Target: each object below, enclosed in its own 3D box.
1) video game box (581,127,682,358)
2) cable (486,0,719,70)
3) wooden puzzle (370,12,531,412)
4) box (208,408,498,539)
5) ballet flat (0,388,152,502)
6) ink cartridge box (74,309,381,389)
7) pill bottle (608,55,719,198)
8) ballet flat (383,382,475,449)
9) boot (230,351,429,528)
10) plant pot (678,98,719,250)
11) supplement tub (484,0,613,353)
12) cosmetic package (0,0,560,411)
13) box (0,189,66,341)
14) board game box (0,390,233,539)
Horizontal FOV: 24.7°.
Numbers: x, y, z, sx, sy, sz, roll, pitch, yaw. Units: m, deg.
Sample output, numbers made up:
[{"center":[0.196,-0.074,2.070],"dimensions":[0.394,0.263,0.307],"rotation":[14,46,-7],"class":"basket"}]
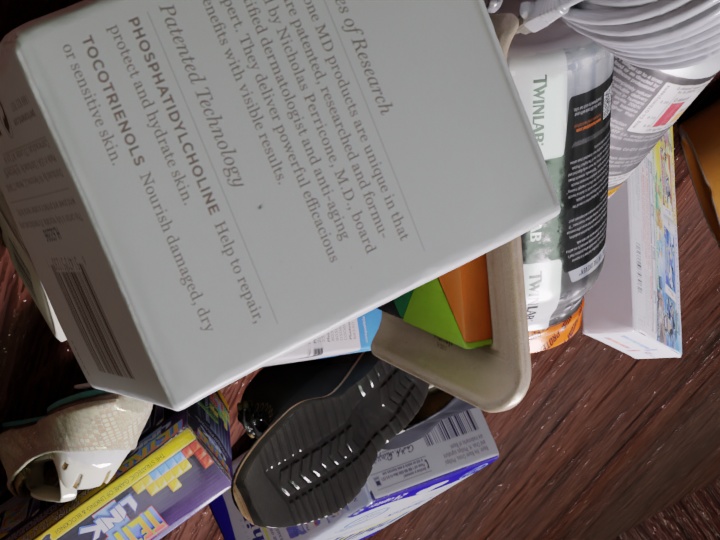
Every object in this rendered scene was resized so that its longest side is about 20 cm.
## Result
[{"center":[0.204,-0.042,1.248],"dimensions":[0.046,0.202,0.182],"rotation":[-4,169,23],"class":"video game box"},{"center":[0.172,-0.196,0.821],"dimensions":[0.199,0.201,0.069],"rotation":[1,154,47],"class":"cable"},{"center":[0.036,-0.038,0.896],"dimensions":[0.037,0.202,0.185],"rotation":[-5,-170,-21],"class":"wooden puzzle"},{"center":[-0.010,0.183,1.502],"dimensions":[0.183,0.106,0.200],"rotation":[-11,161,-46],"class":"box"},{"center":[-0.184,0.117,1.075],"dimensions":[0.067,0.063,0.200],"rotation":[-3,170,-29],"class":"ballet flat"},{"center":[-0.083,0.031,1.064],"dimensions":[0.115,0.067,0.199],"rotation":[-10,176,33],"class":"ink cartridge box"},{"center":[0.167,-0.141,1.058],"dimensions":[0.116,0.117,0.200],"rotation":[-16,154,-41],"class":"pill bottle"},{"center":[0.041,0.087,1.237],"dimensions":[0.073,0.074,0.200],"rotation":[-16,172,-40],"class":"ballet flat"},{"center":[-0.056,0.117,1.149],"dimensions":[0.138,0.078,0.200],"rotation":[-8,-164,39],"class":"boot"},{"center":[0.380,-0.099,1.418],"dimensions":[0.182,0.202,0.200],"rotation":[-19,162,7],"class":"plant pot"},{"center":[0.090,-0.059,0.999],"dimensions":[0.122,0.122,0.202],"rotation":[-21,123,-32],"class":"supplement tub"},{"center":[-0.052,-0.057,0.752],"dimensions":[0.199,0.167,0.167],"rotation":[-26,-172,-21],"class":"cosmetic package"},{"center":[-0.100,-0.045,0.924],"dimensions":[0.199,0.069,0.082],"rotation":[-28,159,-15],"class":"box"},{"center":[-0.184,0.160,1.167],"dimensions":[0.199,0.057,0.165],"rotation":[-36,-164,4],"class":"board game box"}]
